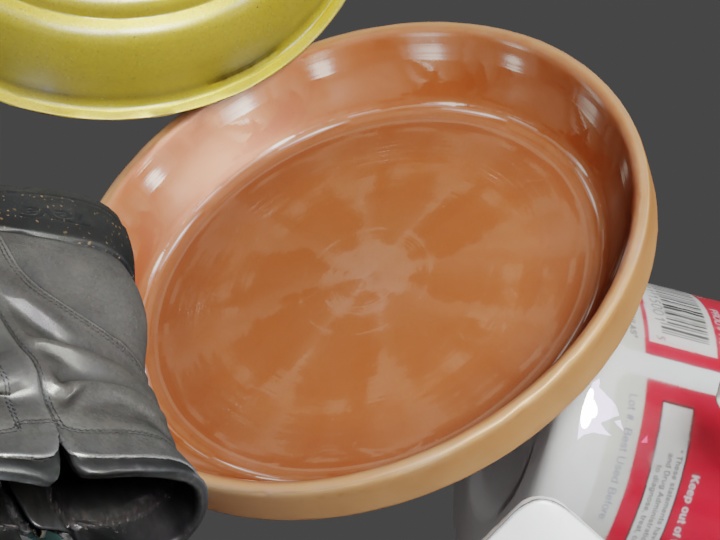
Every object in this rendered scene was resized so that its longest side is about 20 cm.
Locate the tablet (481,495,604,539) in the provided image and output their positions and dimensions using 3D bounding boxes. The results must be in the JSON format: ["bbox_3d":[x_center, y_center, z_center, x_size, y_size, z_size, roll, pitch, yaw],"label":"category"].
[{"bbox_3d":[0.082,0.173,0.884,0.200,0.014,0.130,42,106,-10],"label":"tablet"}]

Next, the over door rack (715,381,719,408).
[{"bbox_3d":[0.108,0.137,0.912,0.147,0.067,0.200,-30,105,11],"label":"over door rack"}]

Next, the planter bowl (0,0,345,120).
[{"bbox_3d":[-0.087,-0.158,0.977,0.200,0.084,0.201,4,64,-8],"label":"planter bowl"}]

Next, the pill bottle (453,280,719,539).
[{"bbox_3d":[0.141,0.073,0.975,0.199,0.112,0.113,14,66,-14],"label":"pill bottle"}]

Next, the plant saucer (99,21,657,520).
[{"bbox_3d":[0.000,0.000,0.938,0.200,0.032,0.201,-12,47,13],"label":"plant saucer"}]

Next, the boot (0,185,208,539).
[{"bbox_3d":[-0.148,0.027,0.854,0.199,0.070,0.132,1,40,-17],"label":"boot"}]

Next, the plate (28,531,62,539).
[{"bbox_3d":[-0.183,0.072,0.908,0.199,0.026,0.201,6,69,-17],"label":"plate"}]
